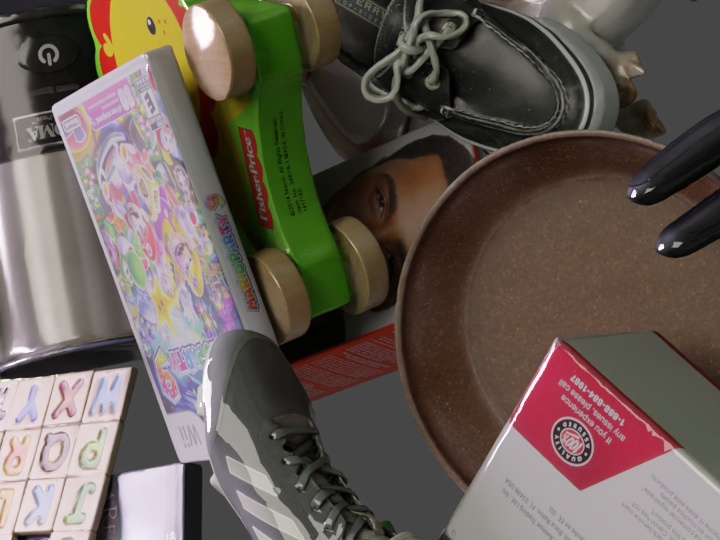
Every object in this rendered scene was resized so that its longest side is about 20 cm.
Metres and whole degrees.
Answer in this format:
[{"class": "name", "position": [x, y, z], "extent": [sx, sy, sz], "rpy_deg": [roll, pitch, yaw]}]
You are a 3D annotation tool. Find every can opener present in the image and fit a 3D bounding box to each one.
[{"class": "can opener", "position": [0.199, -0.071, 0.987], "extent": [0.200, 0.064, 0.079], "rpy_deg": [-41, 5, -19]}]

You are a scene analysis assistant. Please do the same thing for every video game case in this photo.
[{"class": "video game case", "position": [-0.169, 0.194, 1.299], "extent": [0.199, 0.019, 0.144], "rpy_deg": [-14, 69, 38]}, {"class": "video game case", "position": [-0.093, -0.002, 1.135], "extent": [0.143, 0.018, 0.201], "rpy_deg": [-15, 96, 63]}]

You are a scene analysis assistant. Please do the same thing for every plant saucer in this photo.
[{"class": "plant saucer", "position": [0.113, 0.032, 1.050], "extent": [0.199, 0.037, 0.202], "rpy_deg": [5, 104, 22]}]

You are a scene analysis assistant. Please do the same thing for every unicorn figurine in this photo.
[{"class": "unicorn figurine", "position": [0.120, -0.134, 1.120], "extent": [0.200, 0.074, 0.138], "rpy_deg": [-39, 44, 10]}]

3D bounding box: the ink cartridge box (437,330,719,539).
[{"class": "ink cartridge box", "position": [0.109, 0.150, 0.995], "extent": [0.145, 0.083, 0.201], "rpy_deg": [42, 117, 29]}]

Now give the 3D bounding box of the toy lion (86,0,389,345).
[{"class": "toy lion", "position": [-0.076, -0.078, 1.143], "extent": [0.191, 0.068, 0.202], "rpy_deg": [17, 123, 56]}]

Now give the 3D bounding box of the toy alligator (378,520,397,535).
[{"class": "toy alligator", "position": [0.003, 0.195, 1.132], "extent": [0.054, 0.059, 0.202], "rpy_deg": [-5, 69, -3]}]

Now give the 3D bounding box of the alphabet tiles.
[{"class": "alphabet tiles", "position": [-0.222, 0.142, 1.340], "extent": [0.199, 0.008, 0.168], "rpy_deg": [-8, 60, 39]}]

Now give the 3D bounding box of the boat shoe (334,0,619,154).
[{"class": "boat shoe", "position": [0.033, -0.109, 1.092], "extent": [0.199, 0.068, 0.074], "rpy_deg": [37, 111, 31]}]

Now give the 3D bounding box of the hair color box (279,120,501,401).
[{"class": "hair color box", "position": [0.000, 0.000, 1.182], "extent": [0.199, 0.061, 0.102], "rpy_deg": [-22, 63, 33]}]

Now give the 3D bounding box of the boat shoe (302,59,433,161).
[{"class": "boat shoe", "position": [-0.020, -0.138, 1.235], "extent": [0.072, 0.066, 0.201], "rpy_deg": [-34, 58, 28]}]

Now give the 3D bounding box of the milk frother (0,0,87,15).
[{"class": "milk frother", "position": [-0.184, -0.255, 1.314], "extent": [0.179, 0.200, 0.190], "rpy_deg": [-14, 63, 27]}]

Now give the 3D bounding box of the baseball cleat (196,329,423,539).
[{"class": "baseball cleat", "position": [-0.009, 0.113, 1.013], "extent": [0.106, 0.069, 0.201], "rpy_deg": [-23, 78, 37]}]

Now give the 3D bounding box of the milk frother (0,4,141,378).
[{"class": "milk frother", "position": [-0.185, -0.033, 1.308], "extent": [0.179, 0.200, 0.190], "rpy_deg": [-11, 83, 8]}]
